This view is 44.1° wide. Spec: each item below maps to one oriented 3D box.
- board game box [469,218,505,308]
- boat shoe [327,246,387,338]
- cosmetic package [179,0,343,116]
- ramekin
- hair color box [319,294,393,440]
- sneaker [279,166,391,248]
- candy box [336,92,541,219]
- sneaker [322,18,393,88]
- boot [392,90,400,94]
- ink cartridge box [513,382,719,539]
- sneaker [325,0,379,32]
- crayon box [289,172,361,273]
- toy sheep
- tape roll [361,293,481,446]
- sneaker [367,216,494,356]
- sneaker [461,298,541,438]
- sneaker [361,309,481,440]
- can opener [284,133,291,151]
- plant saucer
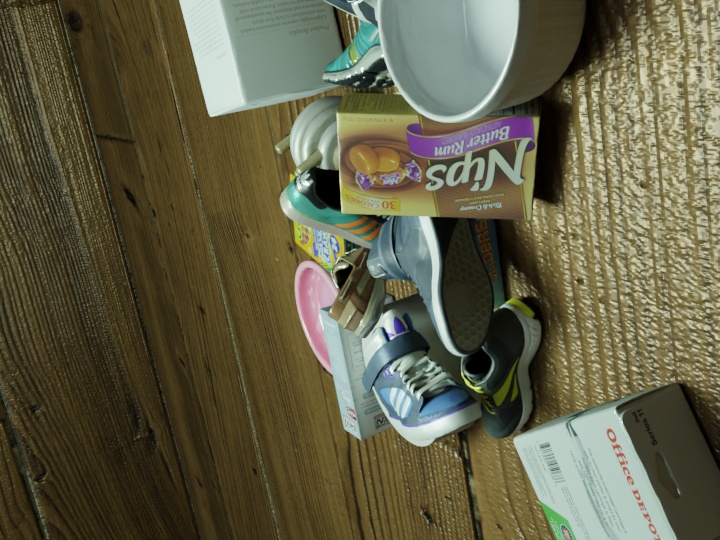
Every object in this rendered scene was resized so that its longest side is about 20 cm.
[{"bbox_3d":[0.110,-0.061,1.068,0.135,0.034,0.200,19,123,60],"label":"board game box"},{"bbox_3d":[0.000,0.000,1.197,0.200,0.072,0.076,-78,13,-49],"label":"boat shoe"},{"bbox_3d":[-0.139,-0.335,1.245,0.165,0.165,0.200,8,112,63],"label":"cosmetic package"},{"bbox_3d":[0.114,-0.241,0.822,0.200,0.105,0.201,27,123,51],"label":"ramekin"},{"bbox_3d":[0.011,0.141,1.336,0.061,0.099,0.200,17,122,60],"label":"hair color box"},{"bbox_3d":[0.006,-0.079,1.102,0.080,0.200,0.072,-38,48,53],"label":"sneaker"},{"bbox_3d":[0.079,-0.116,0.910,0.056,0.200,0.117,-75,-14,-56],"label":"candy box"},{"bbox_3d":[0.018,-0.272,1.095,0.200,0.077,0.080,-11,80,60],"label":"sneaker"},{"bbox_3d":[0.054,-0.147,1.006,0.200,0.075,0.107,-36,55,49],"label":"boot"},{"bbox_3d":[0.257,0.206,0.884,0.147,0.083,0.200,68,156,10],"label":"ink cartridge box"},{"bbox_3d":[-0.009,-0.336,0.979,0.079,0.129,0.199,-41,52,26],"label":"sneaker"},{"bbox_3d":[-0.055,-0.077,1.383,0.200,0.052,0.126,40,141,50],"label":"crayon box"},{"bbox_3d":[-0.035,-0.169,1.184,0.200,0.138,0.138,-131,33,-51],"label":"toy sheep"},{"bbox_3d":[0.080,0.136,1.223,0.202,0.071,0.203,44,144,45],"label":"tape roll"},{"bbox_3d":[0.076,0.014,1.020,0.146,0.077,0.203,-36,57,54],"label":"sneaker"},{"bbox_3d":[0.153,0.122,1.045,0.074,0.084,0.200,44,144,47],"label":"sneaker"},{"bbox_3d":[0.062,0.118,1.068,0.147,0.080,0.200,69,161,-2],"label":"sneaker"},{"bbox_3d":[-0.032,-0.136,1.286,0.200,0.079,0.063,44,137,30],"label":"can opener"},{"bbox_3d":[-0.044,0.074,1.465,0.201,0.051,0.201,43,142,46],"label":"plant saucer"}]
